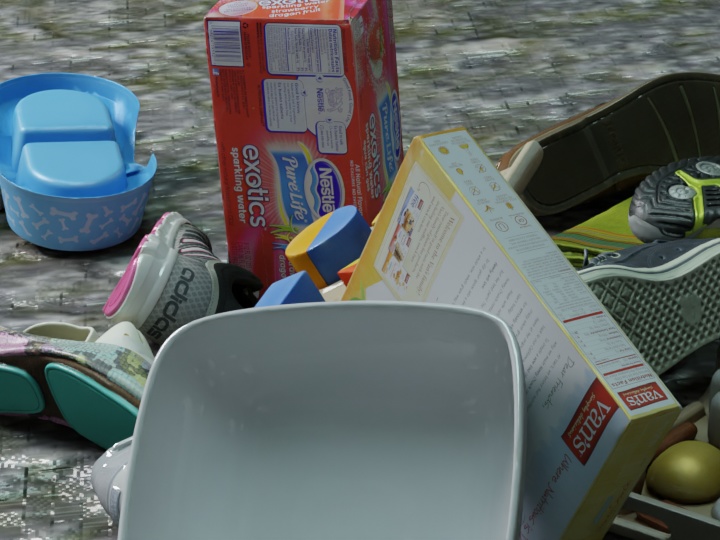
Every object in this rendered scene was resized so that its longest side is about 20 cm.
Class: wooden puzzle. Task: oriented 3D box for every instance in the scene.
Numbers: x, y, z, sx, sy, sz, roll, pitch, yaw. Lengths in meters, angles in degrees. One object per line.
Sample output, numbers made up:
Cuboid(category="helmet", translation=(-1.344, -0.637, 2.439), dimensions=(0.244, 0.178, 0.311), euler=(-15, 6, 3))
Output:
Cuboid(category="wooden puzzle", translation=(0.000, 0.000, 1.561), dimensions=(0.200, 0.046, 0.185), euler=(-28, 16, 34))

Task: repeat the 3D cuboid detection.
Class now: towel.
Cuboid(category="towel", translation=(0.187, -0.030, 1.740), dimensions=(0.086, 0.018, 0.200), euler=(9, 17, 28))

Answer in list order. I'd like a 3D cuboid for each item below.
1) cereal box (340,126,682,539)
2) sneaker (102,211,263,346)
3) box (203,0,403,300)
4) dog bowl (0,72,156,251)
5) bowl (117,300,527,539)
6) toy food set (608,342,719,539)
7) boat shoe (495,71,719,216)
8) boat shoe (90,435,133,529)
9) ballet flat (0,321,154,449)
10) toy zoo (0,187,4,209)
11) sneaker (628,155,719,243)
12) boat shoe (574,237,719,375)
Cuboid(category="cereal box", translation=(0.069, 0.047, 1.359), dimensions=(0.039, 0.144, 0.200), euler=(-13, 54, -35))
Cuboid(category="sneaker", translation=(-0.104, 0.018, 1.653), dimensions=(0.087, 0.074, 0.200), euler=(31, 4, -3))
Cuboid(category="box", translation=(-0.031, -0.085, 1.713), dimensions=(0.099, 0.200, 0.096), euler=(3, 26, 17))
Cuboid(category="dog bowl", translation=(-0.206, -0.076, 1.887), dimensions=(0.111, 0.050, 0.200), euler=(-2, 29, -12))
Cuboid(category="bowl", translation=(-0.012, 0.118, 1.302), dimensions=(0.199, 0.075, 0.200), euler=(-2, 66, 17))
Cuboid(category="toy food set", translation=(0.199, 0.091, 1.436), dimensions=(0.143, 0.061, 0.200), euler=(15, 30, 38))
Cuboid(category="boat shoe", translation=(0.177, -0.089, 1.843), dimensions=(0.200, 0.072, 0.068), euler=(-15, 2, -22))
Cuboid(category="boat shoe", translation=(-0.053, 0.095, 1.476), dimensions=(0.200, 0.072, 0.068), euler=(-24, 28, -20))
Cuboid(category="ballet flat", translation=(-0.167, 0.059, 1.564), dimensions=(0.200, 0.069, 0.071), euler=(10, 42, 37))
Cuboid(category="toy zoo", translation=(-0.280, -0.085, 1.988), dimensions=(0.131, 0.021, 0.200), euler=(9, 27, 30))
Cuboid(category="sneaker", translation=(0.238, -0.027, 1.654), dimensions=(0.200, 0.077, 0.075), euler=(-9, 32, -43))
Cuboid(category="boat shoe", translation=(0.146, 0.024, 1.510), dimensions=(0.200, 0.075, 0.062), euler=(-19, 16, -42))
